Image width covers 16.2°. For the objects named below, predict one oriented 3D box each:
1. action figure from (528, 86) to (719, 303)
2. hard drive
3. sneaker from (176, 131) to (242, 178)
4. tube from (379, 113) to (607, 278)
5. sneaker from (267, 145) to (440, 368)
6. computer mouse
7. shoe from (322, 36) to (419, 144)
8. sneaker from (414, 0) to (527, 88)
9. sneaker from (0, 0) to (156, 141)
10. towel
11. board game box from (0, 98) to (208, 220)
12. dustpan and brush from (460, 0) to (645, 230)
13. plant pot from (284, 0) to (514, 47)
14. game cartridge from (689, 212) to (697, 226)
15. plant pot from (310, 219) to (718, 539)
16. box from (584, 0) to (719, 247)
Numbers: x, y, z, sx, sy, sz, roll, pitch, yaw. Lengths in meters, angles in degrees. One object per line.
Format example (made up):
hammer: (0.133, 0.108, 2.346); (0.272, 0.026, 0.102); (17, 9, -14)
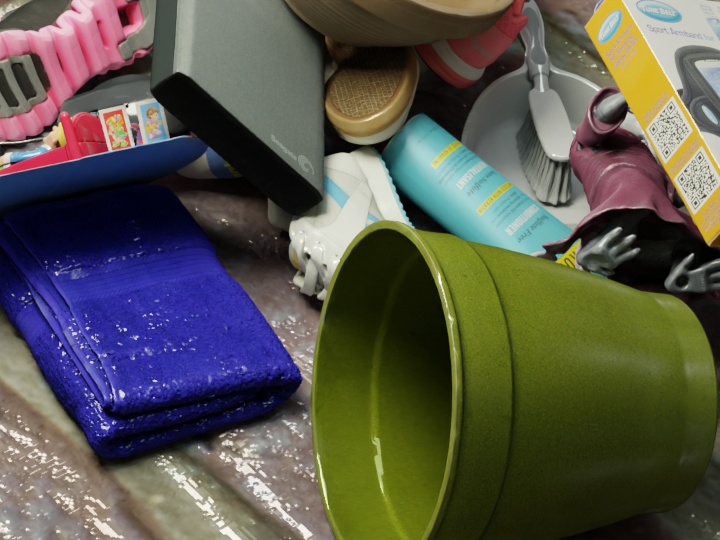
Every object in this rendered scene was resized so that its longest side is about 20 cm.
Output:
action figure: (0.174, -0.044, 1.656); (0.148, 0.134, 0.201); (-33, 33, 11)
hard drive: (-0.077, -0.145, 1.641); (0.033, 0.139, 0.201); (-30, 37, 26)
sneaker: (-0.101, -0.144, 1.744); (0.082, 0.074, 0.201); (-18, 48, 10)
tube: (0.100, -0.023, 1.669); (0.200, 0.051, 0.077); (39, 55, 12)
sneaker: (0.000, 0.000, 1.619); (0.080, 0.077, 0.200); (-14, 39, -13)
computer mouse: (-0.206, -0.094, 1.667); (0.198, 0.034, 0.059); (-11, 70, -3)
shoe: (0.013, -0.126, 1.731); (0.069, 0.054, 0.200); (-24, 23, 9)
sneaker: (0.092, -0.221, 1.789); (0.074, 0.087, 0.201); (31, 45, -33)
sneaker: (-0.233, -0.152, 1.762); (0.095, 0.080, 0.199); (15, 36, 42)
towel: (-0.140, 0.023, 1.584); (0.147, 0.050, 0.200); (-17, 47, -24)
board game box: (-0.198, -0.070, 1.604); (0.199, 0.158, 0.039); (-13, 84, -21)
dustpan and brush: (0.127, -0.115, 1.767); (0.138, 0.058, 0.201); (-1, 42, -9)
plant pot: (0.004, -0.216, 1.687); (0.200, 0.093, 0.202); (24, 40, -22)
game cartridge: (0.274, -0.072, 1.597); (0.199, 0.032, 0.177); (17, 41, -28)
plant pot: (0.096, 0.076, 1.473); (0.191, 0.201, 0.201); (3, 40, -24)
box: (0.216, -0.098, 1.518); (0.118, 0.042, 0.201); (3, 50, -37)
